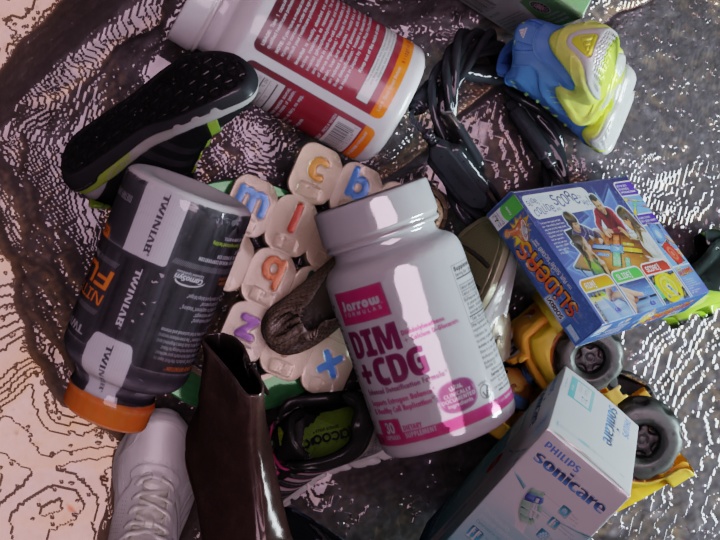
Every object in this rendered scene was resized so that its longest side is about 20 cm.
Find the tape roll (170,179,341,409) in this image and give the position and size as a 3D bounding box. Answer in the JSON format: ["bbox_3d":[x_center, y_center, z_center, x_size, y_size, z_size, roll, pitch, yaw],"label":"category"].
[{"bbox_3d":[-0.108,0.022,1.182,0.200,0.048,0.201,0,92,-12],"label":"tape roll"}]

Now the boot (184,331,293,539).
[{"bbox_3d":[-0.090,0.163,1.042,0.072,0.200,0.167,-10,125,-22],"label":"boot"}]

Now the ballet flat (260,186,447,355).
[{"bbox_3d":[0.000,0.000,1.144,0.200,0.046,0.067,-39,103,-14],"label":"ballet flat"}]

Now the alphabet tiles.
[{"bbox_3d":[-0.035,0.001,1.165,0.200,0.015,0.196,24,84,-17],"label":"alphabet tiles"}]

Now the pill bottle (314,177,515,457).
[{"bbox_3d":[0.039,0.036,1.078,0.113,0.113,0.201,-20,93,-11],"label":"pill bottle"}]

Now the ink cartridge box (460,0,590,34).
[{"bbox_3d":[0.101,-0.291,1.168,0.200,0.145,0.088,28,86,-12],"label":"ink cartridge box"}]

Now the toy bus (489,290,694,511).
[{"bbox_3d":[0.168,0.136,1.219,0.192,0.136,0.200,-35,97,7],"label":"toy bus"}]

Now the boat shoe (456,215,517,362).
[{"bbox_3d":[0.093,0.051,1.179,0.068,0.075,0.201,17,99,-39],"label":"boat shoe"}]

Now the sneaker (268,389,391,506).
[{"bbox_3d":[-0.059,0.148,1.149,0.199,0.087,0.074,-23,63,16],"label":"sneaker"}]

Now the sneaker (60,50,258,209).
[{"bbox_3d":[-0.156,-0.110,1.130,0.200,0.072,0.083,-24,138,24],"label":"sneaker"}]

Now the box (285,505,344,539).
[{"bbox_3d":[0.000,0.307,1.166,0.200,0.148,0.107,34,84,-12],"label":"box"}]

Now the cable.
[{"bbox_3d":[0.121,-0.115,1.208,0.200,0.051,0.163,46,51,-29],"label":"cable"}]

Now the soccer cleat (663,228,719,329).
[{"bbox_3d":[0.360,-0.006,1.281,0.199,0.068,0.081,-14,82,-11],"label":"soccer cleat"}]

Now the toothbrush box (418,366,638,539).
[{"bbox_3d":[0.129,0.195,1.107,0.085,0.146,0.200,40,111,1],"label":"toothbrush box"}]

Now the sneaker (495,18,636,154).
[{"bbox_3d":[0.179,-0.169,1.195,0.105,0.200,0.076,21,77,20],"label":"sneaker"}]

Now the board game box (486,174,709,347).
[{"bbox_3d":[0.208,-0.014,1.174,0.200,0.034,0.136,-10,63,-50],"label":"board game box"}]

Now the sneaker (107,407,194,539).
[{"bbox_3d":[-0.176,0.217,1.147,0.078,0.099,0.201,10,90,-13],"label":"sneaker"}]

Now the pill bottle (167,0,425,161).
[{"bbox_3d":[-0.055,-0.185,1.154,0.200,0.113,0.113,28,86,-12],"label":"pill bottle"}]

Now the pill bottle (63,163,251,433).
[{"bbox_3d":[-0.169,0.026,1.082,0.106,0.106,0.201,20,98,-13],"label":"pill bottle"}]
